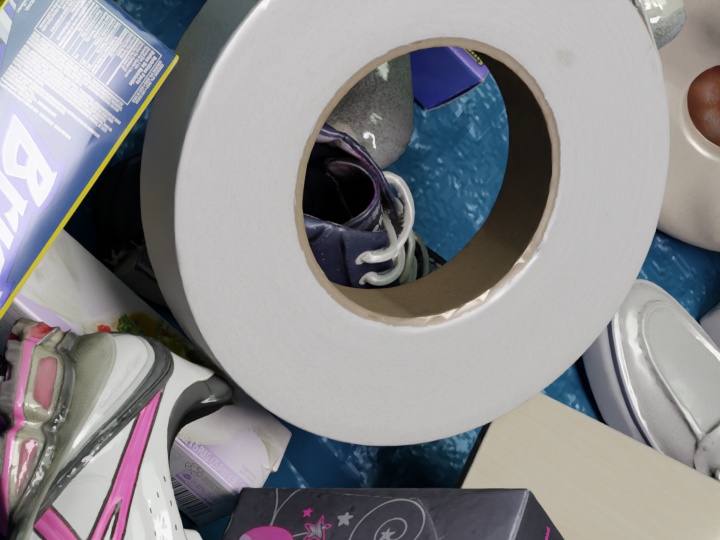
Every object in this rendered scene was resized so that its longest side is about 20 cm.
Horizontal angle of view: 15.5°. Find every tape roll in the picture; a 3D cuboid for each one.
[{"bbox_3d":[0.019,-0.036,0.952,0.202,0.037,0.204,-9,111,-24],"label":"tape roll"}]

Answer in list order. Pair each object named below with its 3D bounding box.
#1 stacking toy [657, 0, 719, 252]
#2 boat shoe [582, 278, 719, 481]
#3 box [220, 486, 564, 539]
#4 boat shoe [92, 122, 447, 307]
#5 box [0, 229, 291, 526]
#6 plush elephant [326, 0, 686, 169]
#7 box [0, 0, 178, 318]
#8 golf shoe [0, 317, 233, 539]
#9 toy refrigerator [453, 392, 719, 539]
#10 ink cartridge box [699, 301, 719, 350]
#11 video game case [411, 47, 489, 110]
[{"bbox_3d":[0.188,-0.113,1.225,0.146,0.146,0.200,48,33,-13],"label":"stacking toy"},{"bbox_3d":[0.173,0.084,1.149,0.071,0.070,0.201,-36,97,-41],"label":"boat shoe"},{"bbox_3d":[-0.002,0.185,0.917,0.115,0.132,0.201,56,44,-39],"label":"box"},{"bbox_3d":[0.000,0.000,1.032,0.199,0.093,0.075,21,61,-30],"label":"boat shoe"},{"bbox_3d":[-0.112,0.016,0.974,0.200,0.041,0.039,42,54,-16],"label":"box"},{"bbox_3d":[0.017,-0.161,1.005,0.155,0.164,0.201,32,45,-64],"label":"plush elephant"},{"bbox_3d":[-0.149,-0.010,0.893,0.064,0.070,0.200,39,75,-19],"label":"box"},{"bbox_3d":[-0.092,0.117,0.904,0.092,0.073,0.201,9,74,-9],"label":"golf shoe"},{"bbox_3d":[0.126,0.127,1.017,0.199,0.070,0.076,26,70,1],"label":"toy refrigerator"},{"bbox_3d":[0.287,0.022,1.178,0.147,0.200,0.145,-33,92,-41],"label":"ink cartridge box"},{"bbox_3d":[0.009,-0.201,1.150,0.200,0.045,0.182,43,53,-17],"label":"video game case"}]
